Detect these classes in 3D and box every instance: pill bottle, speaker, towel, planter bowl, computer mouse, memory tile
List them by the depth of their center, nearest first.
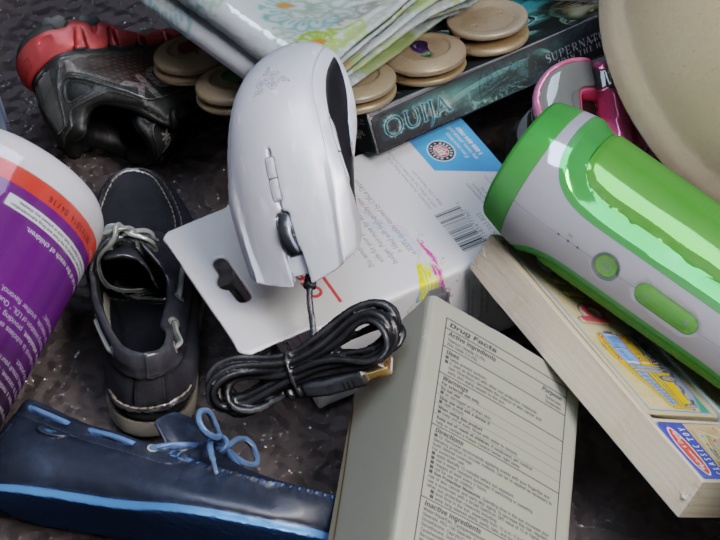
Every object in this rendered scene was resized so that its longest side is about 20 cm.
[{"bbox_3d":[-0.038,-0.030,1.022,0.109,0.044,0.202,-16,70,24],"label":"computer mouse"},{"bbox_3d":[0.165,-0.004,1.034,0.199,0.089,0.088,36,55,12],"label":"speaker"},{"bbox_3d":[-0.227,0.028,1.059,0.112,0.113,0.201,16,63,17],"label":"pill bottle"},{"bbox_3d":[0.253,-0.142,1.117,0.199,0.135,0.202,19,56,-30],"label":"planter bowl"},{"bbox_3d":[-0.044,-0.188,1.152,0.200,0.048,0.171,36,52,21],"label":"towel"},{"bbox_3d":[-0.012,-0.137,1.180,0.199,0.017,0.153,-25,37,-25],"label":"memory tile"}]

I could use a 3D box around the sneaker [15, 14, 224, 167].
[{"bbox_3d":[-0.113,-0.112,1.238,0.199,0.071,0.099,-7,62,-19],"label":"sneaker"}]

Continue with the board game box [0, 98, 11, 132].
[{"bbox_3d":[-0.270,-0.088,1.153,0.061,0.200,0.201,3,65,11],"label":"board game box"}]

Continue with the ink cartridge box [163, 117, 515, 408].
[{"bbox_3d":[0.000,0.000,1.124,0.199,0.068,0.115,-21,47,-19],"label":"ink cartridge box"}]

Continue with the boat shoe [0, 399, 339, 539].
[{"bbox_3d":[-0.101,0.102,1.015,0.198,0.084,0.069,11,64,9],"label":"boat shoe"}]

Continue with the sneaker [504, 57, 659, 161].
[{"bbox_3d":[0.175,-0.071,1.183,0.199,0.095,0.080,10,59,-23],"label":"sneaker"}]

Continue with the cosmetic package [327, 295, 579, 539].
[{"bbox_3d":[0.045,0.124,0.973,0.103,0.073,0.201,30,42,-18],"label":"cosmetic package"}]

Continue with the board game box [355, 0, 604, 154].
[{"bbox_3d":[0.054,-0.126,1.223,0.199,0.028,0.135,-25,20,-25],"label":"board game box"}]

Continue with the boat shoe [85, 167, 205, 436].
[{"bbox_3d":[-0.124,0.001,1.131,0.072,0.063,0.201,-6,46,-4],"label":"boat shoe"}]

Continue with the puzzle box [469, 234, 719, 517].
[{"bbox_3d":[0.159,0.055,1.049,0.132,0.026,0.200,6,35,-42],"label":"puzzle box"}]
